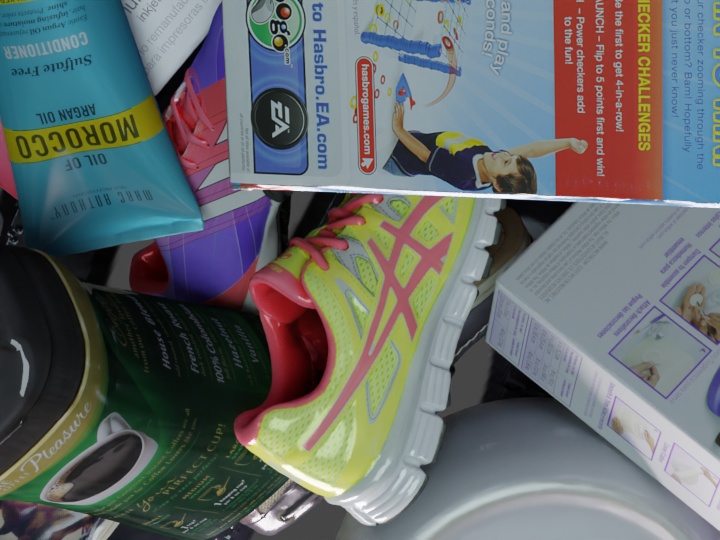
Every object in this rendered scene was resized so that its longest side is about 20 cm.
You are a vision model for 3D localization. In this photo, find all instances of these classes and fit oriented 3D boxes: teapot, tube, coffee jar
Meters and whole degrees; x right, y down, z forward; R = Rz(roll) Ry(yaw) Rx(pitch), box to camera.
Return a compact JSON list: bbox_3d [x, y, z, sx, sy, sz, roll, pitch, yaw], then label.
[{"bbox_3d":[0.076,0.132,1.079,0.199,0.146,0.198,8,112,-8],"label":"teapot"},{"bbox_3d":[-0.125,-0.099,0.961,0.077,0.050,0.201,-7,116,14],"label":"tube"},{"bbox_3d":[-0.114,0.053,0.991,0.104,0.085,0.200,-41,149,21],"label":"coffee jar"}]

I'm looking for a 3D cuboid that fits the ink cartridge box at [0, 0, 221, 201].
[{"bbox_3d":[-0.164,-0.144,1.010,0.200,0.084,0.145,38,107,-12],"label":"ink cartridge box"}]

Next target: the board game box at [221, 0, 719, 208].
[{"bbox_3d":[0.049,-0.127,0.819,0.195,0.056,0.201,4,105,19],"label":"board game box"}]

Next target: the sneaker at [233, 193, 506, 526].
[{"bbox_3d":[0.000,0.000,0.999,0.090,0.078,0.201,20,69,-22],"label":"sneaker"}]

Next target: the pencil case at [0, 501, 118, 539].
[{"bbox_3d":[-0.187,0.055,1.094,0.200,0.078,0.089,42,131,-13],"label":"pencil case"}]

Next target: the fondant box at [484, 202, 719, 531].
[{"bbox_3d":[0.173,0.032,0.997,0.200,0.144,0.058,38,154,19],"label":"fondant box"}]

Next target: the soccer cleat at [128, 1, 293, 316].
[{"bbox_3d":[-0.065,-0.046,1.018,0.073,0.068,0.200,3,145,-2],"label":"soccer cleat"}]

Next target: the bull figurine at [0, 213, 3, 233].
[{"bbox_3d":[-0.241,-0.040,1.017,0.121,0.200,0.065,-33,153,-13],"label":"bull figurine"}]

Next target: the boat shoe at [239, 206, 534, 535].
[{"bbox_3d":[0.007,0.048,1.093,0.200,0.072,0.065,-40,120,10],"label":"boat shoe"}]
